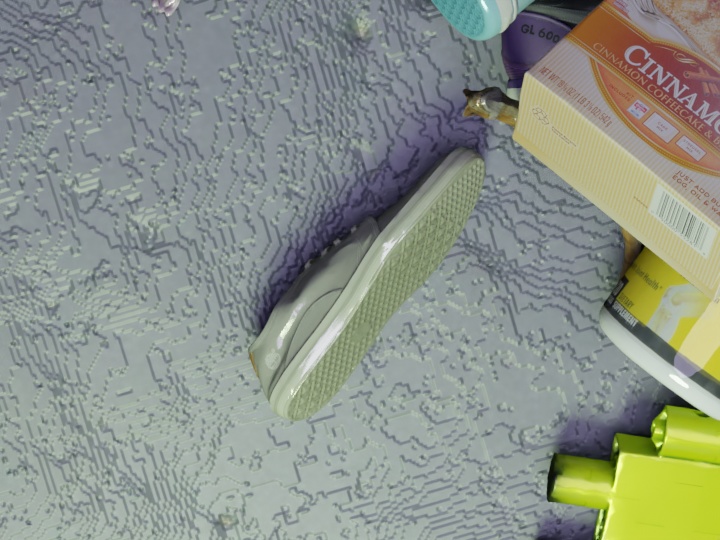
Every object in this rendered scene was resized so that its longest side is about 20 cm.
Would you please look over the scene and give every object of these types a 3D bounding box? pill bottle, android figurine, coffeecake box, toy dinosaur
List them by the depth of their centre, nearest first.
[{"bbox_3d":[0.210,-0.108,1.608,0.153,0.073,0.200,40,66,16],"label":"coffeecake box"},{"bbox_3d":[0.142,-0.061,1.691,0.106,0.061,0.200,-13,133,42],"label":"toy dinosaur"},{"bbox_3d":[0.241,-0.016,1.701,0.112,0.112,0.200,35,97,-8],"label":"pill bottle"},{"bbox_3d":[0.209,0.172,1.765,0.199,0.041,0.183,11,109,-3],"label":"android figurine"}]

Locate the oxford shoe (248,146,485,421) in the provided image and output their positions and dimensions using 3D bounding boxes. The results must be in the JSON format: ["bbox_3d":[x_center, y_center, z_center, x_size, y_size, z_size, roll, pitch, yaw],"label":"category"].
[{"bbox_3d":[0.000,0.000,1.723,0.058,0.075,0.200,42,96,27],"label":"oxford shoe"}]

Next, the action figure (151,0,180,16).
[{"bbox_3d":[-0.097,-0.251,1.670,0.200,0.134,0.149,32,56,-20],"label":"action figure"}]

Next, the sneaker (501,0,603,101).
[{"bbox_3d":[0.183,-0.150,1.695,0.199,0.076,0.088,-7,96,-1],"label":"sneaker"}]

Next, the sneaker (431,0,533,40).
[{"bbox_3d":[0.066,-0.245,1.678,0.130,0.080,0.200,-31,85,-18],"label":"sneaker"}]
